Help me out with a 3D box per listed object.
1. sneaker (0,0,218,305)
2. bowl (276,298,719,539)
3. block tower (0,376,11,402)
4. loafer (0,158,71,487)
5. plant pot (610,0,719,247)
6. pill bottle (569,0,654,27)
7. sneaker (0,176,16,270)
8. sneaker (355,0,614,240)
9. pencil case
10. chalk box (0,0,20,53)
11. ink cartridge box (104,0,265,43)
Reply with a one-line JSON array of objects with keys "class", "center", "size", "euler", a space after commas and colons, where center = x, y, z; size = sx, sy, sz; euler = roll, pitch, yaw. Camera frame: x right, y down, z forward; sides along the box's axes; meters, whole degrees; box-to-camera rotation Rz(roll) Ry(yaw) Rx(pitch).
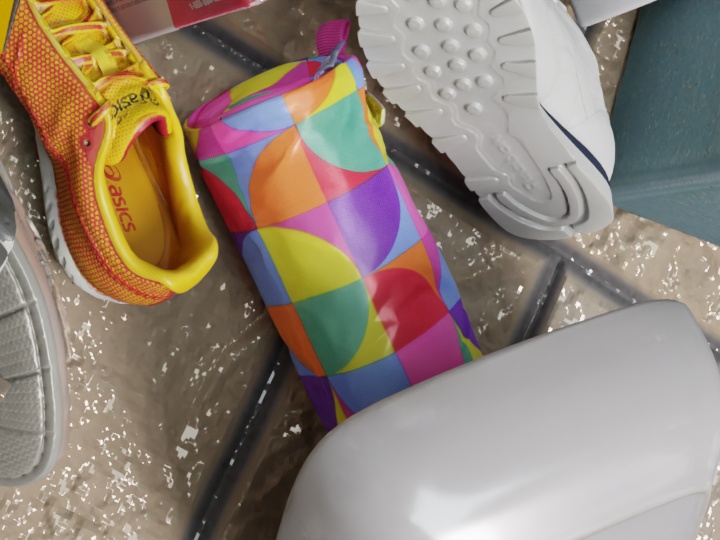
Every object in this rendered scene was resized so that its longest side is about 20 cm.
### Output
[{"class": "sneaker", "center": [-0.110, -0.083, 0.821], "size": [0.073, 0.077, 0.201], "euler": [-37, 107, -37]}, {"class": "bowl", "center": [0.062, 0.118, 0.844], "size": [0.199, 0.201, 0.075], "euler": [-18, 53, -25]}, {"class": "block tower", "center": [-0.184, 0.088, 0.718], "size": [0.058, 0.200, 0.054], "euler": [34, 119, -10]}, {"class": "loafer", "center": [-0.156, -0.016, 0.812], "size": [0.202, 0.071, 0.063], "euler": [69, 25, -11]}, {"class": "plant pot", "center": [0.260, -0.101, 0.936], "size": [0.195, 0.200, 0.198], "euler": [19, 81, -25]}, {"class": "pill bottle", "center": [0.100, -0.217, 0.903], "size": [0.108, 0.109, 0.202], "euler": [-24, 96, -23]}, {"class": "sneaker", "center": [-0.199, 0.013, 0.702], "size": [0.075, 0.084, 0.200], "euler": [54, 41, -9]}, {"class": "sneaker", "center": [0.057, -0.099, 0.881], "size": [0.200, 0.076, 0.081], "euler": [57, 39, -46]}, {"class": "pencil case", "center": [0.000, 0.000, 0.877], "size": [0.088, 0.088, 0.201], "euler": [-28, 103, -23]}, {"class": "chalk box", "center": [-0.193, -0.189, 0.721], "size": [0.123, 0.125, 0.201], "euler": [-6, 62, -23]}, {"class": "ink cartridge box", "center": [-0.083, -0.202, 0.801], "size": [0.084, 0.144, 0.201], "euler": [-32, 103, -23]}]
